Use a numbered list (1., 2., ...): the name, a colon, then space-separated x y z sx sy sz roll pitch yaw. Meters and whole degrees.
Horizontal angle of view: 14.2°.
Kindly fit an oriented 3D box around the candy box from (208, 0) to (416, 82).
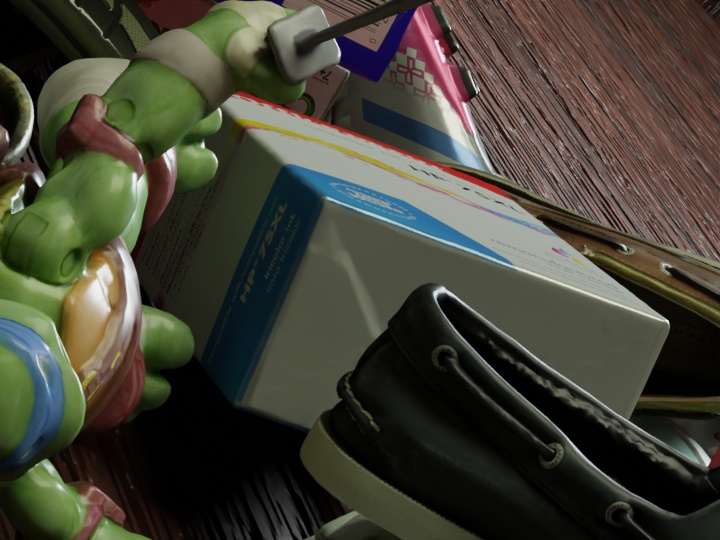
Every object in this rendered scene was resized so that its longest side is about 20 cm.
1. candy box: -0.064 -0.161 1.043 0.169 0.077 0.200 25 17 -18

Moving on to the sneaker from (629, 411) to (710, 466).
1. sneaker: 0.075 0.080 0.992 0.118 0.074 0.201 43 14 -36

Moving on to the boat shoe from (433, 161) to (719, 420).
1. boat shoe: 0.058 0.008 1.025 0.199 0.072 0.068 9 12 -3

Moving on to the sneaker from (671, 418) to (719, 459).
1. sneaker: 0.141 0.091 1.080 0.200 0.116 0.075 53 15 31

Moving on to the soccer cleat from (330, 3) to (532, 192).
1. soccer cleat: 0.011 -0.045 1.111 0.200 0.086 0.070 65 3 23

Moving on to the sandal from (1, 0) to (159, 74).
1. sandal: -0.144 -0.099 0.940 0.201 0.057 0.080 31 10 9

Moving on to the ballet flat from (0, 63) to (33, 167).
1. ballet flat: -0.144 -0.044 0.728 0.071 0.071 0.200 49 14 19

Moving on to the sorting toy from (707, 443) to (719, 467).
1. sorting toy: 0.166 0.129 0.918 0.200 0.199 0.070 40 -16 -31

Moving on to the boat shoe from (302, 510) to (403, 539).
1. boat shoe: 0.007 0.089 0.781 0.074 0.067 0.200 45 13 2

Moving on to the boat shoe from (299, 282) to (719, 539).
1. boat shoe: 0.086 0.064 0.739 0.199 0.066 0.074 28 13 10

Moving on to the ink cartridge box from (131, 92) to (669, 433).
1. ink cartridge box: 0.000 0.000 0.894 0.116 0.067 0.200 20 9 -21

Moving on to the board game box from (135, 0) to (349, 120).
1. board game box: -0.105 -0.127 1.080 0.200 0.035 0.126 25 20 -21

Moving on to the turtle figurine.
1. turtle figurine: -0.034 0.013 0.704 0.194 0.200 0.144 -110 176 -77

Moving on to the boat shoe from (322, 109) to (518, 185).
1. boat shoe: -0.011 -0.056 1.182 0.201 0.063 0.073 38 15 -28
